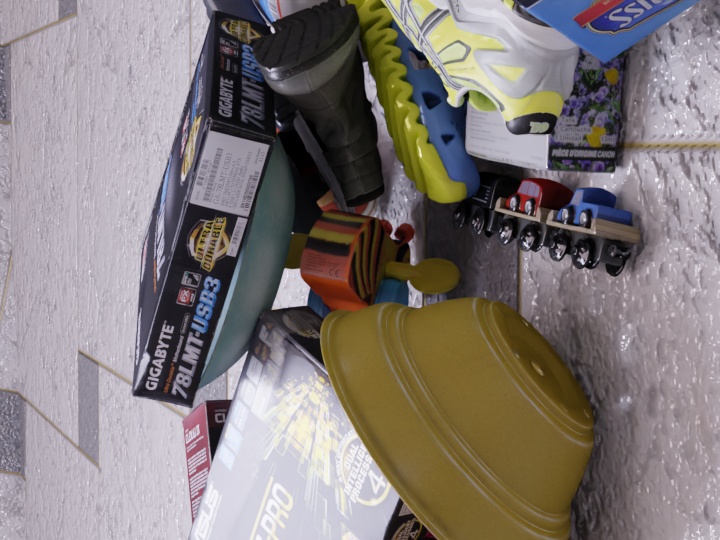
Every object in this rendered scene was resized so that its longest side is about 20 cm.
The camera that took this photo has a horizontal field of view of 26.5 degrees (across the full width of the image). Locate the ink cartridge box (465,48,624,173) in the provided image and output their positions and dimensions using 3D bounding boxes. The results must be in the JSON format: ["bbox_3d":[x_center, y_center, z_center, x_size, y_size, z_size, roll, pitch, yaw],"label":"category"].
[{"bbox_3d":[0.108,-0.162,0.876,0.109,0.050,0.203,-156,68,-67],"label":"ink cartridge box"}]

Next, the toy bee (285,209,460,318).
[{"bbox_3d":[0.000,0.000,1.084,0.200,0.130,0.110,114,174,-66],"label":"toy bee"}]

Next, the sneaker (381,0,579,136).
[{"bbox_3d":[0.054,-0.131,0.846,0.200,0.075,0.077,-134,47,-62],"label":"sneaker"}]

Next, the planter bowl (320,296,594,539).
[{"bbox_3d":[0.074,0.078,0.869,0.083,0.200,0.201,-40,44,17],"label":"planter bowl"}]

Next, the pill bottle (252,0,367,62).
[{"bbox_3d":[-0.037,-0.233,1.160,0.200,0.111,0.114,-133,46,-59],"label":"pill bottle"}]

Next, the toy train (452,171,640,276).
[{"bbox_3d":[0.108,-0.033,0.908,0.200,0.034,0.046,-156,79,-67],"label":"toy train"}]

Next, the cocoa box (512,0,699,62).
[{"bbox_3d":[0.106,-0.228,0.713,0.133,0.131,0.202,-31,57,29],"label":"cocoa box"}]

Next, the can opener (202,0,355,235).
[{"bbox_3d":[-0.069,-0.116,1.126,0.201,0.066,0.053,58,175,8],"label":"can opener"}]

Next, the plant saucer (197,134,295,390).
[{"bbox_3d":[-0.079,-0.009,1.057,0.201,0.038,0.203,-165,90,-78],"label":"plant saucer"}]

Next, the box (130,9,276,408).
[{"bbox_3d":[-0.106,-0.046,1.023,0.201,0.049,0.200,-98,27,-60],"label":"box"}]

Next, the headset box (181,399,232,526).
[{"bbox_3d":[-0.051,0.180,1.162,0.077,0.147,0.202,140,125,-63],"label":"headset box"}]

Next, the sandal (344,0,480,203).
[{"bbox_3d":[0.047,-0.138,0.986,0.080,0.086,0.202,87,169,-66],"label":"sandal"}]

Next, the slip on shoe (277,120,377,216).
[{"bbox_3d":[-0.048,-0.106,1.226,0.061,0.074,0.201,48,-172,-44],"label":"slip on shoe"}]

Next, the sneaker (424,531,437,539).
[{"bbox_3d":[0.044,0.198,1.028,0.087,0.073,0.203,180,84,-69],"label":"sneaker"}]

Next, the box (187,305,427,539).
[{"bbox_3d":[-0.030,0.149,1.000,0.161,0.049,0.202,41,122,37],"label":"box"}]

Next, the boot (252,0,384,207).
[{"bbox_3d":[-0.012,-0.101,0.988,0.200,0.067,0.132,-86,-24,-75],"label":"boot"}]
